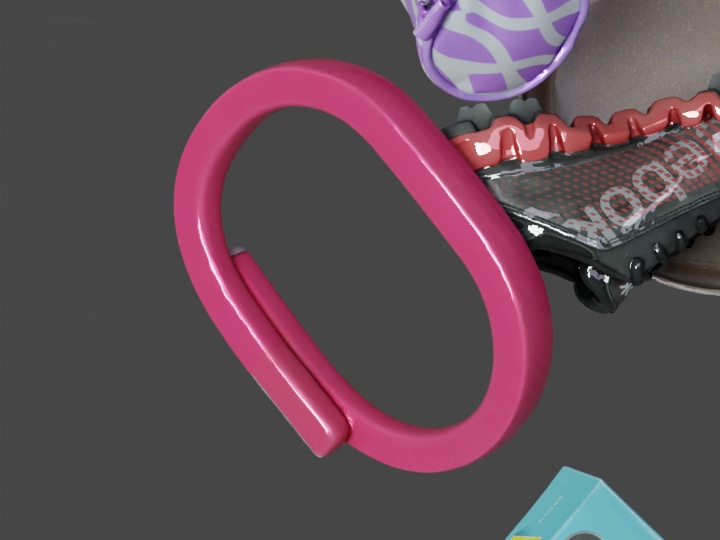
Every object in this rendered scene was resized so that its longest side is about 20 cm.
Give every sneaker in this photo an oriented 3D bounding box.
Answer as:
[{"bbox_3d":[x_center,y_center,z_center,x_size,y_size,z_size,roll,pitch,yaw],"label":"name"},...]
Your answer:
[{"bbox_3d":[0.132,-0.032,0.859,0.199,0.071,0.098,-8,79,-1],"label":"sneaker"}]

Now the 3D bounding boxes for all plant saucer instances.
[{"bbox_3d":[0.173,-0.084,0.921,0.199,0.032,0.201,0,78,-1],"label":"plant saucer"}]

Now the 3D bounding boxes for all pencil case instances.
[{"bbox_3d":[0.030,-0.161,0.868,0.085,0.084,0.200,2,41,-28],"label":"pencil case"}]

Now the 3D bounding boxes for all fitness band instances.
[{"bbox_3d":[0.000,0.000,0.855,0.200,0.037,0.144,52,122,10],"label":"fitness band"}]

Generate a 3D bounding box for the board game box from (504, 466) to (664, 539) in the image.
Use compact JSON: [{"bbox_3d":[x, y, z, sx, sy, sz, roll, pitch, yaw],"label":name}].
[{"bbox_3d":[0.084,0.211,0.827,0.151,0.047,0.200,43,81,-12],"label":"board game box"}]
